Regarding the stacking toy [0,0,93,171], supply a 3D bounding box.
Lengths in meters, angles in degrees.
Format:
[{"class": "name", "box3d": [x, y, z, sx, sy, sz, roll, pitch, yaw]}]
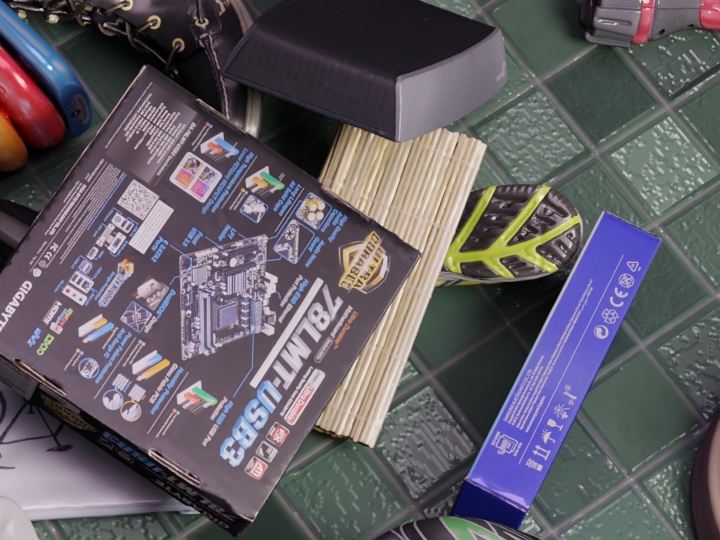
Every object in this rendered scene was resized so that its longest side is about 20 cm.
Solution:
[{"class": "stacking toy", "box3d": [-0.269, -0.072, 1.647, 0.110, 0.116, 0.200, 43, 78, 14]}]

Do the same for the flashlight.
[{"class": "flashlight", "box3d": [0.247, -0.171, 1.779, 0.199, 0.068, 0.068, 7, 64, -5]}]

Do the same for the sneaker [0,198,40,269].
[{"class": "sneaker", "box3d": [-0.133, -0.009, 1.622, 0.199, 0.076, 0.114, 24, 62, -1]}]

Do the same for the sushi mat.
[{"class": "sushi mat", "box3d": [0.000, 0.000, 1.641, 0.095, 0.012, 0.200, 20, 87, 16]}]

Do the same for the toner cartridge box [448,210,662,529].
[{"class": "toner cartridge box", "box3d": [0.115, 0.070, 1.634, 0.043, 0.095, 0.200, 27, 64, 4]}]

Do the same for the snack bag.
[{"class": "snack bag", "box3d": [-0.171, 0.060, 1.636, 0.188, 0.021, 0.201, -3, 66, -10]}]

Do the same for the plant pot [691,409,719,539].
[{"class": "plant pot", "box3d": [0.310, 0.115, 1.599, 0.200, 0.175, 0.201, 3, 66, -7]}]

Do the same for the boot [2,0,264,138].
[{"class": "boot", "box3d": [-0.147, -0.153, 1.691, 0.153, 0.074, 0.204, 1, 57, -25]}]

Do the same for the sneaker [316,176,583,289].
[{"class": "sneaker", "box3d": [0.040, -0.016, 1.680, 0.199, 0.076, 0.076, 4, 84, 13]}]

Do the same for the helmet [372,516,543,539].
[{"class": "helmet", "box3d": [0.059, 0.230, 1.496, 0.190, 0.200, 0.200, 31, 65, 4]}]

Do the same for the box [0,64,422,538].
[{"class": "box", "box3d": [-0.097, 0.016, 1.557, 0.198, 0.050, 0.200, 34, 68, -4]}]

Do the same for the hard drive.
[{"class": "hard drive", "box3d": [0.009, -0.133, 1.663, 0.135, 0.042, 0.200, 22, 21, 16]}]

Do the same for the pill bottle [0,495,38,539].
[{"class": "pill bottle", "box3d": [-0.269, 0.185, 1.400, 0.199, 0.120, 0.120, -7, 65, 10]}]
